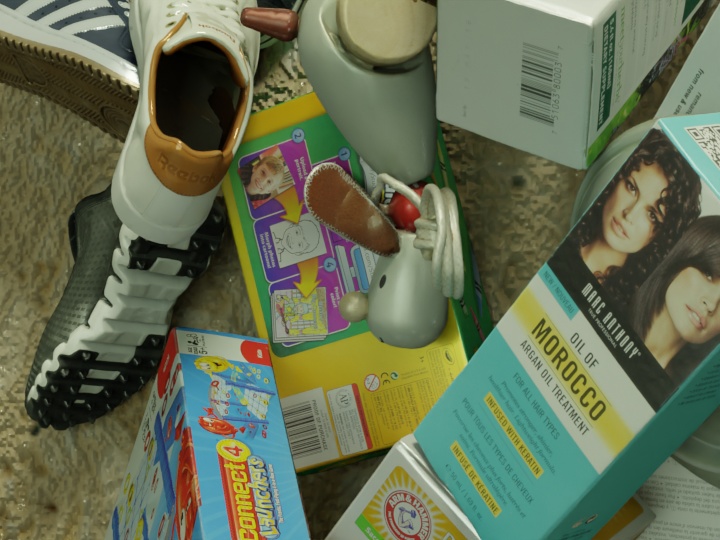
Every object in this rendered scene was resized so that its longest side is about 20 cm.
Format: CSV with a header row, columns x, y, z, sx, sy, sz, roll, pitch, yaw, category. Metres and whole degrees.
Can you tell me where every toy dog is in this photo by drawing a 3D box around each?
x,y,z,sx,sy,sz,roll,pitch,yaw,category
-0.008,-0.065,0.820,0.095,0.132,0.202,-4,77,-2,toy dog

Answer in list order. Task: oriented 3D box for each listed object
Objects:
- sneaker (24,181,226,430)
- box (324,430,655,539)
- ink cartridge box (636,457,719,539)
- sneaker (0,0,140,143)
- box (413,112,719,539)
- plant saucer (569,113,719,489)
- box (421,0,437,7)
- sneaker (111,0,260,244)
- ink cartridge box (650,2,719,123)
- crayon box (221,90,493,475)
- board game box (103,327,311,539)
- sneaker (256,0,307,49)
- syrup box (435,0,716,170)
x,y,z,sx,sy,sz,roll,pitch,yaw,category
-0.145,0.006,0.969,0.201,0.066,0.091,-55,42,30,sneaker
0.037,0.163,0.826,0.101,0.112,0.201,46,129,17,box
0.162,0.136,0.849,0.159,0.050,0.202,4,105,23,ink cartridge box
-0.143,-0.144,0.938,0.199,0.070,0.109,25,65,24,sneaker
0.105,0.035,0.681,0.083,0.049,0.201,55,131,26,box
0.157,0.032,0.723,0.199,0.050,0.202,34,141,33,plant saucer
0.067,-0.222,0.820,0.021,0.163,0.203,1,90,24,box
-0.077,-0.115,0.841,0.085,0.072,0.202,130,148,-50,sneaker
0.245,-0.040,0.724,0.200,0.145,0.145,46,146,16,ink cartridge box
0.000,0.000,0.905,0.118,0.058,0.202,-17,83,22,crayon box
-0.089,0.168,0.850,0.055,0.196,0.201,11,119,-18,board game box
-0.048,-0.224,0.919,0.078,0.079,0.202,26,101,21,sneaker
0.115,-0.142,0.777,0.081,0.200,0.079,21,136,24,syrup box
